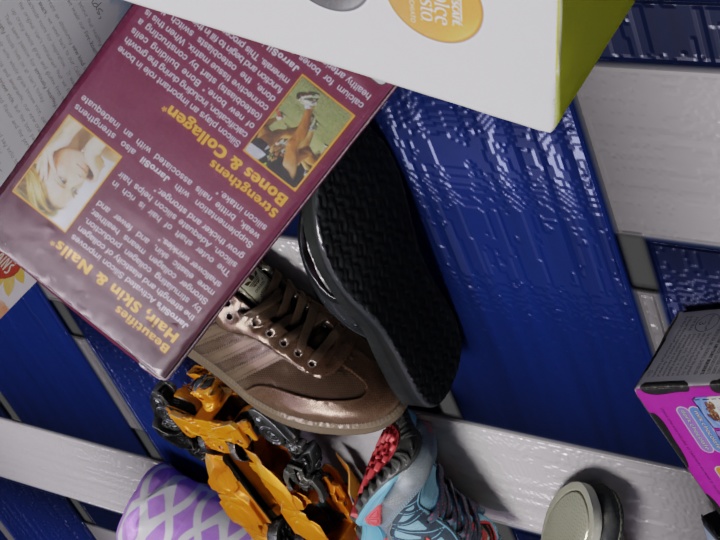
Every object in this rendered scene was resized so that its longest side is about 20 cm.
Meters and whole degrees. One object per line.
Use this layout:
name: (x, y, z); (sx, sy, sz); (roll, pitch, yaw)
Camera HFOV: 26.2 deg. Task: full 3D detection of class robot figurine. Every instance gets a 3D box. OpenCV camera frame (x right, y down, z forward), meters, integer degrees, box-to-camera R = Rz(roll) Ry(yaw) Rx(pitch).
robot figurine: (-0.062, 0.137, 1.079); (0.145, 0.058, 0.200); (5, 138, 38)

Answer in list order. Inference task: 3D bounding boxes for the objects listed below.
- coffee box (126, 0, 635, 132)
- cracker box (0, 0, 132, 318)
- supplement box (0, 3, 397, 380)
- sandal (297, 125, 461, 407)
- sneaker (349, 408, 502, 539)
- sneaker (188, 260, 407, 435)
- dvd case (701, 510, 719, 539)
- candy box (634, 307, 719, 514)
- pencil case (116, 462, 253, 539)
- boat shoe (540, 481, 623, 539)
coffee box: (0.012, -0.199, 0.447); (0.198, 0.200, 0.200); (21, 145, 21)
cracker box: (-0.173, -0.080, 0.767); (0.058, 0.200, 0.134); (16, 143, 37)
supplement box: (-0.065, -0.067, 0.691); (0.110, 0.086, 0.200); (38, 104, -4)
sandal: (0.000, 0.001, 0.830); (0.048, 0.075, 0.200); (6, 138, 31)
sneaker: (0.050, 0.154, 0.999); (0.095, 0.079, 0.200); (17, 153, 10)
sneaker: (-0.062, 0.033, 0.934); (0.200, 0.070, 0.076); (23, 145, 17)
dvd case: (0.244, 0.245, 0.849); (0.143, 0.018, 0.200); (-121, 11, -71)
candy box: (0.248, 0.077, 0.715); (0.200, 0.061, 0.136); (-7, 128, 47)
pencil case: (-0.091, 0.223, 1.203); (0.200, 0.084, 0.085); (28, 180, 14)
boat shoe: (0.149, 0.199, 0.978); (0.068, 0.072, 0.200); (-6, 134, -6)
